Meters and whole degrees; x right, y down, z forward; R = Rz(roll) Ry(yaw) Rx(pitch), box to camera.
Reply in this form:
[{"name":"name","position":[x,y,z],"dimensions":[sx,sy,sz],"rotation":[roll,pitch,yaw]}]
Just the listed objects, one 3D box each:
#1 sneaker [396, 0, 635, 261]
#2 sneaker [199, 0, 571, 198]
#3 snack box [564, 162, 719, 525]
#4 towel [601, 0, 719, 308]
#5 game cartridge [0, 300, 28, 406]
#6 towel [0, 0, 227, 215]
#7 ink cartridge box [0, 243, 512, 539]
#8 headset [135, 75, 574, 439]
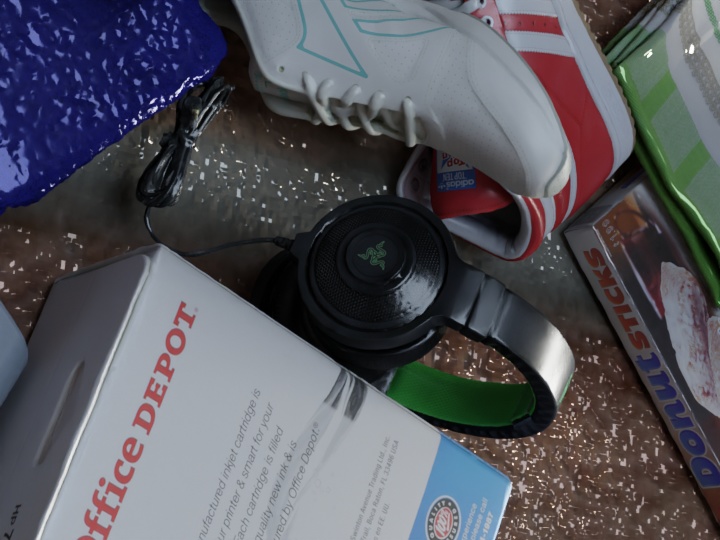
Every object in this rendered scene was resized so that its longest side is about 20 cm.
[{"name":"sneaker","position":[0.045,-0.099,1.054],"dimensions":[0.113,0.071,0.201],"rotation":[-49,114,-36]},{"name":"sneaker","position":[0.001,-0.085,0.986],"dimensions":[0.200,0.071,0.080],"rotation":[39,67,17]},{"name":"snack box","position":[0.172,0.047,1.158],"dimensions":[0.072,0.024,0.201],"rotation":[-39,106,-37]},{"name":"towel","position":[0.202,-0.091,1.186],"dimensions":[0.150,0.031,0.200],"rotation":[58,46,-14]},{"name":"game cartridge","position":[-0.218,0.012,0.853],"dimensions":[0.200,0.041,0.134],"rotation":[42,63,-25]},{"name":"towel","position":[-0.153,-0.133,0.916],"dimensions":[0.147,0.049,0.201],"rotation":[-38,104,-33]},{"name":"ink cartridge box","position":[-0.051,0.105,0.934],"dimensions":[0.200,0.086,0.147],"rotation":[35,62,-27]},{"name":"headset","position":[0.000,0.000,0.975],"dimensions":[0.199,0.123,0.094],"rotation":[28,66,-12]}]
